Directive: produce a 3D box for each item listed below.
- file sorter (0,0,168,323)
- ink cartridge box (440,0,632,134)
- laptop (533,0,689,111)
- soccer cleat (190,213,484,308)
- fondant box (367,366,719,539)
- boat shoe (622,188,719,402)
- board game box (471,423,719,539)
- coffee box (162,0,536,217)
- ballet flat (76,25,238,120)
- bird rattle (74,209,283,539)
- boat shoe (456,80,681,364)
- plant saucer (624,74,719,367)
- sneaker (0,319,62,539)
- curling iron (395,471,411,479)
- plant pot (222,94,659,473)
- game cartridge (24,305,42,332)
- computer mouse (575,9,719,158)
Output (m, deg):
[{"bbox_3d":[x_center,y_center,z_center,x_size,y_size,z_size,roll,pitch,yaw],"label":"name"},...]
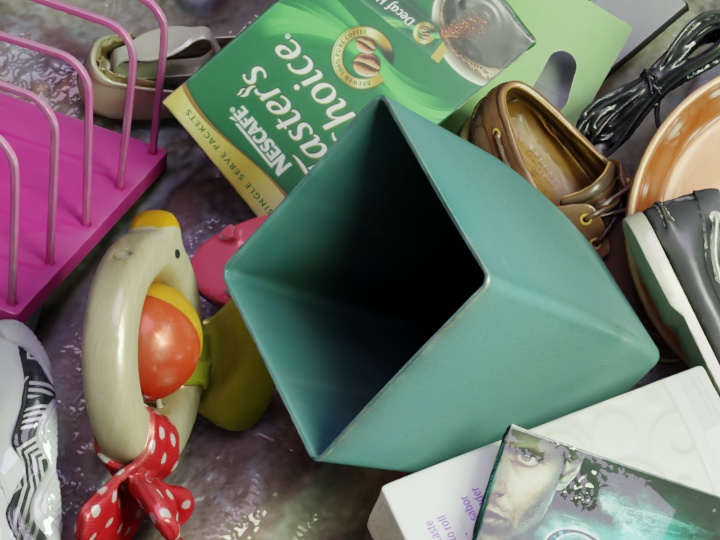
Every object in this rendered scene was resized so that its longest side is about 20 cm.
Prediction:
[{"bbox_3d":[-0.214,-0.087,1.398,0.138,0.126,0.200,19,36,13],"label":"file sorter"},{"bbox_3d":[0.059,-0.154,1.484,0.199,0.048,0.146,30,74,1],"label":"ink cartridge box"},{"bbox_3d":[0.086,-0.210,1.553,0.200,0.116,0.187,33,56,28],"label":"laptop"},{"bbox_3d":[0.000,0.000,1.403,0.199,0.077,0.067,-10,63,-2],"label":"soccer cleat"},{"bbox_3d":[0.123,0.154,1.258,0.199,0.058,0.145,-19,68,-17],"label":"fondant box"},{"bbox_3d":[0.217,0.047,1.322,0.062,0.073,0.201,-27,84,-3],"label":"boat shoe"},{"bbox_3d":[0.150,0.172,1.205,0.199,0.028,0.136,19,64,-1],"label":"board game box"},{"bbox_3d":[-0.006,-0.119,1.420,0.200,0.044,0.123,-38,93,9],"label":"coffee box"},{"bbox_3d":[-0.081,-0.129,1.509,0.199,0.070,0.070,-3,49,-6],"label":"ballet flat"},{"bbox_3d":[-0.120,0.062,1.291,0.112,0.164,0.200,4,37,25],"label":"bird rattle"},{"bbox_3d":[0.134,-0.030,1.412,0.072,0.068,0.200,-34,76,-26],"label":"boat shoe"},{"bbox_3d":[0.252,-0.022,1.375,0.199,0.032,0.202,0,88,0],"label":"plant saucer"},{"bbox_3d":[-0.221,0.114,1.263,0.114,0.075,0.201,3,59,-18],"label":"sneaker"},{"bbox_3d":[0.038,0.105,1.339,0.049,0.026,0.201,-14,52,-12],"label":"curling iron"},{"bbox_3d":[0.060,0.025,1.296,0.199,0.141,0.142,19,33,-44],"label":"plant pot"},{"bbox_3d":[-0.273,0.056,1.361,0.132,0.042,0.200,19,51,18],"label":"game cartridge"},{"bbox_3d":[0.239,-0.060,1.440,0.140,0.046,0.200,-45,71,4],"label":"computer mouse"}]
